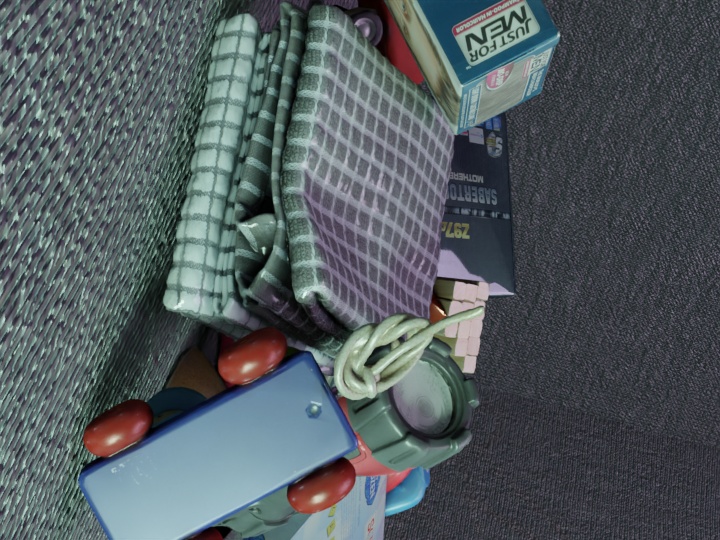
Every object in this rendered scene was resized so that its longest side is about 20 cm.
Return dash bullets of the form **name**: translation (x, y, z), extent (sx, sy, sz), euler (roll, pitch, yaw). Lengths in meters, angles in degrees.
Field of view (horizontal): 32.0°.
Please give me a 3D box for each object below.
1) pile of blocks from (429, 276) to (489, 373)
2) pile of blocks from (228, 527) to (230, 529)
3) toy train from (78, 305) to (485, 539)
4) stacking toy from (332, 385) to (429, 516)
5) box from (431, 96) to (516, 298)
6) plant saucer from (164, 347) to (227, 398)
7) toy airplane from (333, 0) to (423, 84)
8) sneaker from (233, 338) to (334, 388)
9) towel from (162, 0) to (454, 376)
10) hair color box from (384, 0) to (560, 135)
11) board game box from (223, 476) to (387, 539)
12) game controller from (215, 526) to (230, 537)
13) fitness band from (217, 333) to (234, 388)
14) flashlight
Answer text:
- **pile of blocks**: translation (0.000, 0.000, 0.834), extent (0.062, 0.200, 0.083), euler (10, 114, -44)
- **pile of blocks**: translation (-0.100, 0.185, 1.014), extent (0.082, 0.062, 0.201), euler (-30, -136, 24)
- **toy train**: translation (-0.032, 0.062, 0.613), extent (0.085, 0.199, 0.116), euler (62, 1, -7)
- **stacking toy**: translation (-0.022, 0.095, 0.968), extent (0.117, 0.109, 0.201), euler (-97, 169, -49)
- **box**: translation (0.043, -0.057, 0.994), extent (0.199, 0.051, 0.159), euler (4, 83, -45)
- **plant saucer**: translation (-0.115, 0.151, 0.800), extent (0.200, 0.035, 0.202), euler (14, 90, -87)
- **toy airplane**: translation (0.054, -0.263, 0.986), extent (0.199, 0.140, 0.202), euler (126, -38, -50)
- **sneaker**: translation (-0.043, 0.043, 0.844), extent (0.078, 0.085, 0.202), euler (104, -19, -79)
- **towel**: translation (-0.013, -0.035, 0.691), extent (0.200, 0.085, 0.167), euler (35, 62, -62)
- **hair color box**: translation (0.033, -0.184, 0.687), extent (0.201, 0.060, 0.100), euler (63, -1, 9)
- **board game box**: translation (-0.046, 0.229, 0.887), extent (0.199, 0.041, 0.201), euler (-43, 146, -46)
- **game controller**: translation (-0.134, 0.263, 0.876), extent (0.200, 0.042, 0.105), euler (-72, 177, -61)
- **fitness band**: translation (-0.077, 0.026, 0.975), extent (0.144, 0.037, 0.201), euler (-77, 179, -52)
- **flashlight**: translation (-0.015, 0.099, 0.705), extent (0.200, 0.067, 0.068), euler (-37, -147, 51)
